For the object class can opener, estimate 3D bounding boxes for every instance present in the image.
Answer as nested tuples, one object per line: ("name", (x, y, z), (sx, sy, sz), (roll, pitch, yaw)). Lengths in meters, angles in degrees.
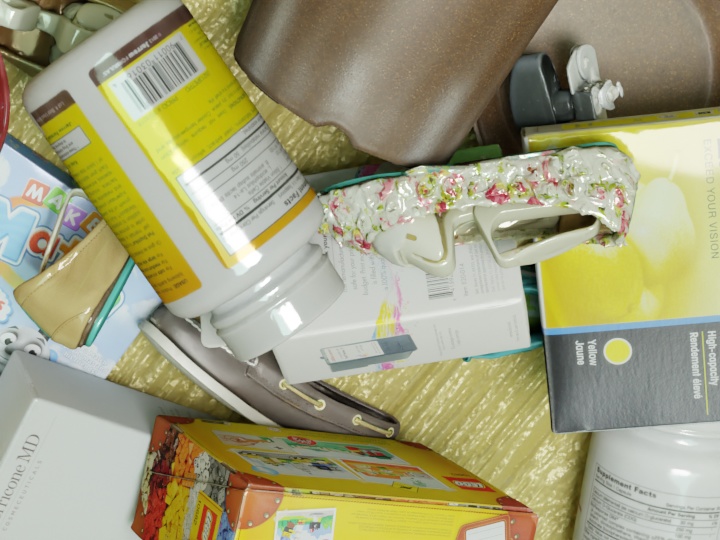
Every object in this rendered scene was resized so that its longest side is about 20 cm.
("can opener", (0.150, -0.051, 1.111), (0.066, 0.053, 0.201), (-7, 109, 28))

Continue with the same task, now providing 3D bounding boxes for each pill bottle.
("pill bottle", (-0.095, -0.050, 0.983), (0.109, 0.109, 0.200), (-34, 100, 2))
("pill bottle", (0.208, 0.160, 1.181), (0.113, 0.113, 0.201), (6, 105, -11))

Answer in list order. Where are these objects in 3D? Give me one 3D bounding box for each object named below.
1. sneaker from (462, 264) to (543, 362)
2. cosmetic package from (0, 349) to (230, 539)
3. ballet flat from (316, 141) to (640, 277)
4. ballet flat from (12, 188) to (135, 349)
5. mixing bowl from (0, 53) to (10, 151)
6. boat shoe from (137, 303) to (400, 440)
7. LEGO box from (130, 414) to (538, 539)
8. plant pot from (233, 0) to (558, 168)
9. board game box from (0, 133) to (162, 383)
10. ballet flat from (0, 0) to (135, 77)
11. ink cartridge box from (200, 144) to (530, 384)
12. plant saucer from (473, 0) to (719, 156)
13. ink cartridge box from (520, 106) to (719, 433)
("sneaker", (0.055, 0.025, 1.132), (0.199, 0.080, 0.078), (-5, 107, -5))
("cosmetic package", (-0.150, 0.137, 1.111), (0.199, 0.071, 0.102), (22, 104, -30))
("ballet flat", (0.066, -0.031, 1.007), (0.199, 0.076, 0.064), (-10, 66, 10))
("ballet flat", (-0.143, -0.046, 1.060), (0.063, 0.069, 0.200), (32, 69, -2))
("mixing bowl", (-0.312, -0.089, 0.983), (0.199, 0.109, 0.201), (6, 125, 9))
("boat shoe", (-0.058, 0.074, 1.133), (0.200, 0.072, 0.060), (38, 88, -24))
("LEGO box", (-0.018, 0.153, 1.049), (0.199, 0.149, 0.078), (9, 97, -28))
("plant pot", (0.031, -0.182, 1.018), (0.200, 0.200, 0.199), (25, 109, -15))
("board game box", (-0.230, 0.031, 1.110), (0.151, 0.037, 0.200), (35, 97, -17))
("ballet flat", (-0.195, -0.146, 1.041), (0.199, 0.063, 0.069), (18, 101, -14))
("ink cartridge box", (0.000, 0.000, 1.083), (0.199, 0.118, 0.067), (-8, 151, 5))
("plant saucer", (0.165, -0.125, 1.129), (0.199, 0.037, 0.201), (-2, 106, -8))
("ink cartridge box", (0.208, -0.001, 1.065), (0.199, 0.047, 0.199), (-5, 105, 9))
